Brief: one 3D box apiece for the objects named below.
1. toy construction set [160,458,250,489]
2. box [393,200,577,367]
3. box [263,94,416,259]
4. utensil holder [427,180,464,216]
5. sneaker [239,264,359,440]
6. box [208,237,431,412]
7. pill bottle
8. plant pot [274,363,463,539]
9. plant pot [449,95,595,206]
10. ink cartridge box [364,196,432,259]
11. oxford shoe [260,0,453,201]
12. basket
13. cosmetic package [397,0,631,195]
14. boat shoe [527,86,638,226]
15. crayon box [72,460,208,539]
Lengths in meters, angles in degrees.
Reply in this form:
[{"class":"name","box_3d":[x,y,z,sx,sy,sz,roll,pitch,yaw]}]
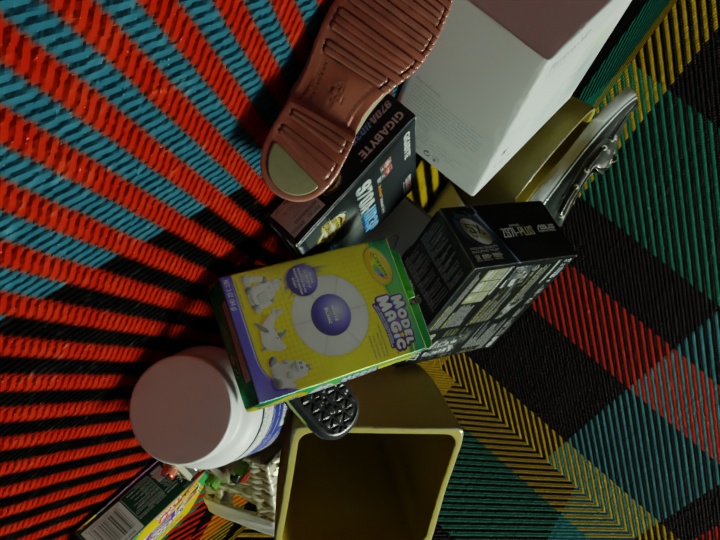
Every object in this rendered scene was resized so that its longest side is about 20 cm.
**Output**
[{"class":"toy construction set","box_3d":[-0.157,0.193,0.932,0.200,0.092,0.131,-45,159,-25]},{"class":"box","box_3d":[0.128,0.017,0.895,0.163,0.086,0.200,-8,147,-33]},{"class":"box","box_3d":[-0.012,-0.073,0.752,0.159,0.046,0.200,-48,169,-6]},{"class":"utensil holder","box_3d":[0.187,-0.062,1.296,0.200,0.170,0.170,-57,168,25]},{"class":"sneaker","box_3d":[-0.076,0.088,0.747,0.072,0.201,0.083,-34,-166,-22]},{"class":"box","box_3d":[-0.026,0.043,0.691,0.199,0.118,0.048,-15,168,-30]},{"class":"pill bottle","box_3d":[-0.142,0.132,0.741,0.116,0.116,0.200,-49,169,-1]},{"class":"plant pot","box_3d":[-0.008,0.199,0.935,0.200,0.193,0.197,-106,-157,-56]},{"class":"plant pot","box_3d":[0.178,-0.166,0.956,0.200,0.142,0.200,-47,170,-11]},{"class":"ink cartridge box","box_3d":[0.000,0.000,0.956,0.146,0.083,0.200,-45,169,-25]},{"class":"oxford shoe","box_3d":[-0.007,-0.143,0.526,0.200,0.071,0.074,-52,-165,7]},{"class":"basket","box_3d":[-0.124,0.256,1.086,0.200,0.135,0.124,-44,137,-50]},{"class":"cosmetic package","box_3d":[0.149,-0.215,0.722,0.199,0.123,0.200,-45,167,-27]},{"class":"boat shoe","box_3d":[0.302,-0.147,0.989,0.200,0.057,0.069,-52,169,10]},{"class":"crayon box","box_3d":[-0.285,0.324,0.972,0.200,0.058,0.173,-40,165,-47]}]
